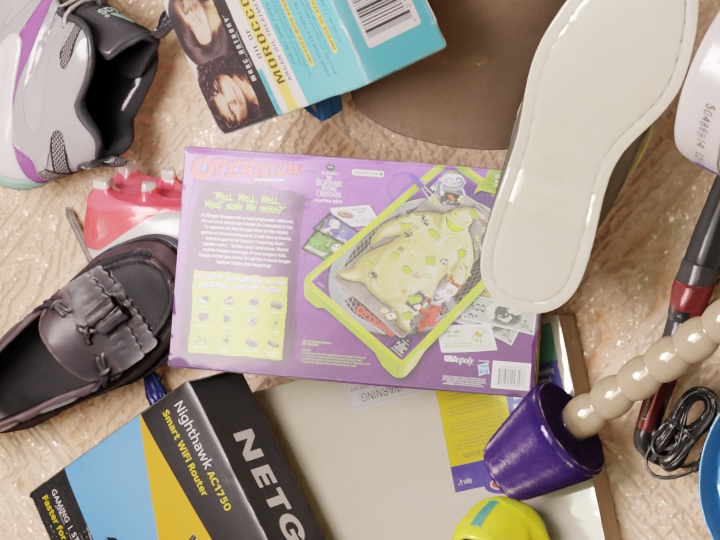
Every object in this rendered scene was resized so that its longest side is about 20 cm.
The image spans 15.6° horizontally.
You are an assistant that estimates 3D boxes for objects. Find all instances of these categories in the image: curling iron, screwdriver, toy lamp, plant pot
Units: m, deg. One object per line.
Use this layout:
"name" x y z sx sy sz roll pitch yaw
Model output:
"curling iron" 0.184 0.012 1.368 0.049 0.026 0.202 12 89 5
"screwdriver" -0.127 0.046 1.526 0.029 0.028 0.201 -20 71 -6
"toy lamp" 0.147 0.053 1.331 0.200 0.058 0.059 -35 73 27
"plant pot" 0.063 -0.161 1.359 0.199 0.200 0.176 19 114 26

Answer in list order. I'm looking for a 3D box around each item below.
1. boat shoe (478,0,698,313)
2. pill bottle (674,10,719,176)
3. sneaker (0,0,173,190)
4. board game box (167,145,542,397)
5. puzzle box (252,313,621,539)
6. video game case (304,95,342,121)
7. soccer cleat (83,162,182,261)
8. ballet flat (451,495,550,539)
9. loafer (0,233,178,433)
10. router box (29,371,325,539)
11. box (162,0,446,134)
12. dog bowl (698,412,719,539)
"boat shoe" 0.112 -0.078 1.309 0.072 0.060 0.203 21 112 -1
"pill bottle" 0.264 -0.062 1.277 0.199 0.114 0.114 30 101 20
"sneaker" -0.160 -0.151 1.508 0.139 0.077 0.202 -6 89 36
"board game box" 0.000 0.000 1.398 0.198 0.032 0.121 5 94 9
"puzzle box" 0.038 0.111 1.435 0.199 0.025 0.134 -15 81 25
"video game case" -0.067 -0.191 1.412 0.018 0.201 0.143 -32 49 -23
"soccer cleat" -0.067 -0.011 1.479 0.199 0.067 0.077 10 116 24
"ballet flat" 0.071 0.220 1.373 0.066 0.067 0.202 0 98 25
"loafer" -0.167 0.048 1.492 0.200 0.063 0.072 -34 91 39
"router box" -0.084 0.176 1.453 0.149 0.051 0.201 -35 77 36
"box" -0.033 -0.126 1.328 0.083 0.049 0.200 65 157 -6
"dog bowl" 0.268 0.121 1.306 0.199 0.049 0.112 21 97 26
